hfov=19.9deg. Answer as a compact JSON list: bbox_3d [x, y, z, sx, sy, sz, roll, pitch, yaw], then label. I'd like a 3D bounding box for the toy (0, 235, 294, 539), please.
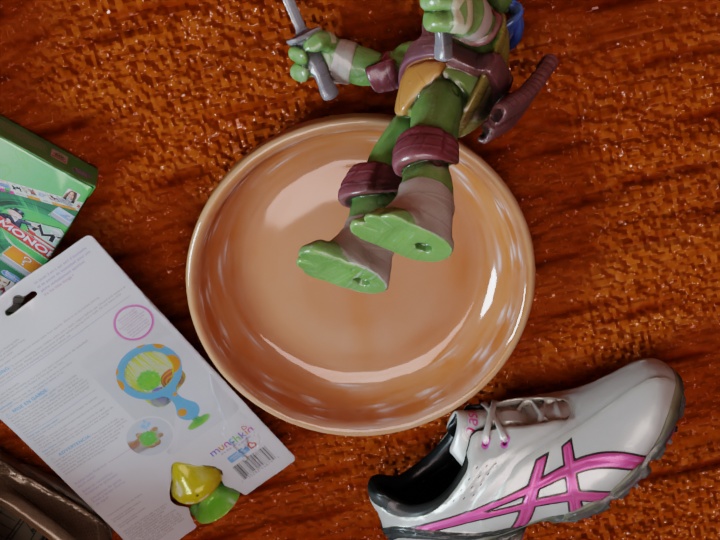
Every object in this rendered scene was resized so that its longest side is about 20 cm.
[{"bbox_3d":[-0.142,0.071,1.204,0.115,0.047,0.200,-34,117,9],"label":"toy"}]

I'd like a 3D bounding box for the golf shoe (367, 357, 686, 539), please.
[{"bbox_3d":[0.098,0.109,1.212,0.200,0.073,0.092,-35,122,13],"label":"golf shoe"}]

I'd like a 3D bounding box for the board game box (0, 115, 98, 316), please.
[{"bbox_3d":[-0.266,-0.047,1.152,0.199,0.029,0.135,29,110,-15],"label":"board game box"}]

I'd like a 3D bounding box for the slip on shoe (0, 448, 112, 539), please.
[{"bbox_3d":[-0.242,0.138,1.224,0.199,0.061,0.076,30,111,-15],"label":"slip on shoe"}]

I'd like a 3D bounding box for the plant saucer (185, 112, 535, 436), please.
[{"bbox_3d":[0.000,0.000,1.182,0.199,0.037,0.201,-1,116,-2],"label":"plant saucer"}]

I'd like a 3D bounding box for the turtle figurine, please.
[{"bbox_3d":[0.005,-0.103,1.056,0.143,0.195,0.200,-1,152,29],"label":"turtle figurine"}]
